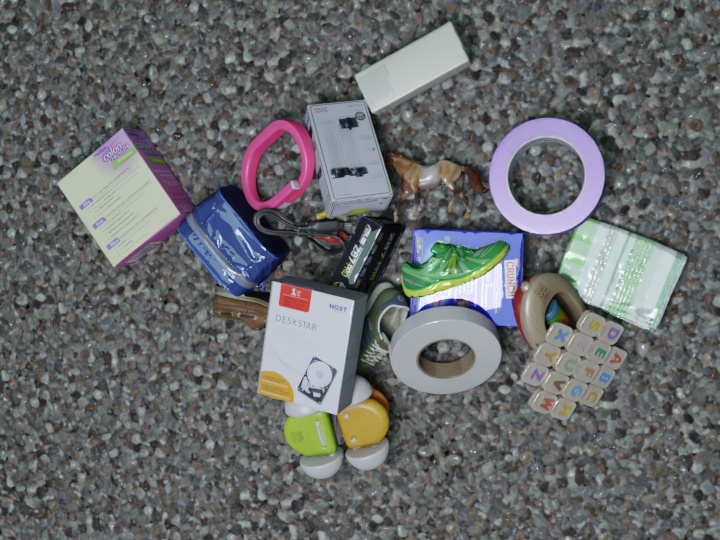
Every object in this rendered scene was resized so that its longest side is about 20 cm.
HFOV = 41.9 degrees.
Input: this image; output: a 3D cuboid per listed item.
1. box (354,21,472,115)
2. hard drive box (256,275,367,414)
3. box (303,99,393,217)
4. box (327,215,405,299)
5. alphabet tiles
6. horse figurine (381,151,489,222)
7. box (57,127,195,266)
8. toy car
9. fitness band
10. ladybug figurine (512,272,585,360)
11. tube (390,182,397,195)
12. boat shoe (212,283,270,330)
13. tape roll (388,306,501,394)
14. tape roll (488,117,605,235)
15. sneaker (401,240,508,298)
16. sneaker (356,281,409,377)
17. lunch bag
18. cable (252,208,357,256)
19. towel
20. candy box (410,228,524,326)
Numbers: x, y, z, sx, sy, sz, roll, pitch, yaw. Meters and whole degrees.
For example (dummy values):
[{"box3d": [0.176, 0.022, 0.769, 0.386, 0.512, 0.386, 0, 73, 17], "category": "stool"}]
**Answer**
[{"box3d": [0.095, -0.361, 1.691, 0.199, 0.068, 0.083, -25, 89, 13], "category": "box"}, {"box3d": [-0.083, 0.125, 1.609, 0.154, 0.077, 0.202, 11, 100, 18], "category": "hard drive box"}, {"box3d": [-0.025, -0.200, 1.677, 0.116, 0.060, 0.202, -9, 68, -17], "category": "box"}, {"box3d": [0.000, 0.000, 1.696, 0.049, 0.161, 0.201, 28, 100, 14], "category": "box"}, {"box3d": [0.376, 0.167, 1.637, 0.195, 0.015, 0.201, 23, 102, -32], "category": "alphabet tiles"}, {"box3d": [0.132, -0.155, 1.694, 0.198, 0.050, 0.134, -4, 65, 7], "category": "horse figurine"}, {"box3d": [-0.449, -0.141, 1.820, 0.175, 0.097, 0.201, -36, 87, 13], "category": "box"}, {"box3d": [-0.040, 0.274, 1.737, 0.198, 0.150, 0.177, -13, 106, 10], "category": "toy car"}, {"box3d": [-0.156, -0.191, 1.728, 0.200, 0.037, 0.145, -32, 70, 45], "category": "fitness band"}, {"box3d": [0.326, 0.080, 1.640, 0.136, 0.072, 0.200, -54, 126, -20], "category": "ladybug figurine"}, {"box3d": [-0.014, -0.204, 1.740, 0.052, 0.058, 0.200, -44, 86, 20], "category": "tube"}, {"box3d": [-0.190, 0.079, 1.799, 0.198, 0.072, 0.069, 15, 103, 21], "category": "boat shoe"}, {"box3d": [0.151, 0.145, 1.678, 0.201, 0.037, 0.204, -1, 134, -1], "category": "tape roll"}, {"box3d": [0.328, -0.163, 1.648, 0.198, 0.066, 0.202, 0, 90, 15], "category": "tape roll"}, {"box3d": [0.159, -0.015, 1.626, 0.198, 0.074, 0.084, -20, 92, 14], "category": "sneaker"}, {"box3d": [0.030, 0.127, 1.729, 0.067, 0.090, 0.202, 17, 102, -35], "category": "sneaker"}, {"box3d": [-0.237, -0.045, 1.760, 0.132, 0.136, 0.200, -40, 87, 13], "category": "lunch bag"}, {"box3d": [-0.100, -0.076, 1.742, 0.198, 0.050, 0.098, -1, 107, -9], "category": "cable"}, {"box3d": [0.456, 0.003, 1.666, 0.199, 0.031, 0.150, 23, 97, 12], "category": "towel"}, {"box3d": [0.195, 0.011, 1.697, 0.198, 0.077, 0.171, 4, 95, 14], "category": "candy box"}]
